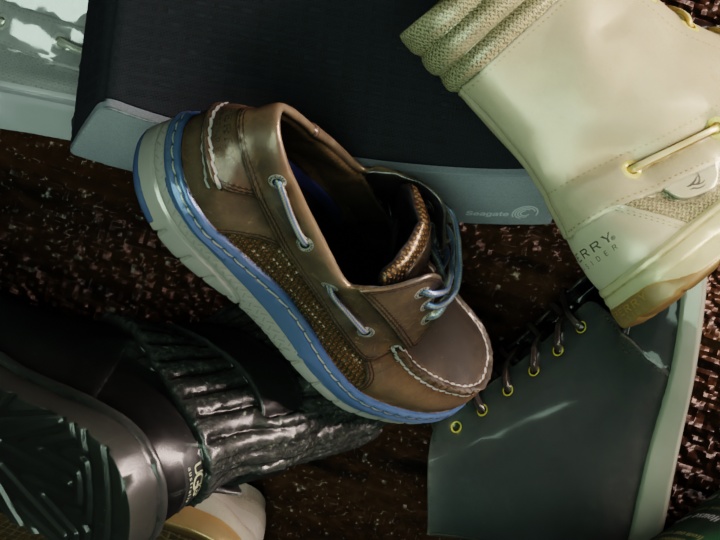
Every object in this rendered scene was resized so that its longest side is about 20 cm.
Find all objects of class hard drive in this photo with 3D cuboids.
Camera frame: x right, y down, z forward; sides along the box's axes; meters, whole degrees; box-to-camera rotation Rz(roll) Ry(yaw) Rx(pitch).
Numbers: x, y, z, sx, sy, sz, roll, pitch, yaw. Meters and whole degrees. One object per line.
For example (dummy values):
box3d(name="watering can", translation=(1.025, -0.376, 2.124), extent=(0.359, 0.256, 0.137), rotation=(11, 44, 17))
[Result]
box3d(name="hard drive", translation=(-0.010, -0.094, 1.140), extent=(0.199, 0.042, 0.136), rotation=(8, 77, -10))

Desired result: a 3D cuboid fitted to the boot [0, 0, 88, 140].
box3d(name="boot", translation=(-0.089, -0.101, 1.175), extent=(0.199, 0.074, 0.096), rotation=(8, 104, 1))

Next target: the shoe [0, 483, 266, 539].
box3d(name="shoe", translation=(-0.135, 0.088, 1.242), extent=(0.199, 0.054, 0.070), rotation=(21, 138, 4))

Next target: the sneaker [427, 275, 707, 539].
box3d(name="sneaker", translation=(0.085, 0.033, 1.188), extent=(0.106, 0.075, 0.201), rotation=(9, 106, 3))

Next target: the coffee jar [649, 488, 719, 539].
box3d(name="coffee jar", translation=(0.155, 0.138, 1.152), extent=(0.199, 0.085, 0.105), rotation=(-28, 95, -28))

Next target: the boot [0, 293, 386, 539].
box3d(name="boot", translation=(-0.107, 0.039, 1.186), extent=(0.211, 0.158, 0.080), rotation=(31, 129, 31))

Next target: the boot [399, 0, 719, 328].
box3d(name="boot", translation=(0.122, -0.091, 1.117), extent=(0.200, 0.073, 0.156), rotation=(-40, 90, -28))

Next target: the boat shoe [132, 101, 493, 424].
box3d(name="boat shoe", translation=(0.000, 0.000, 1.104), extent=(0.072, 0.073, 0.200), rotation=(-18, 144, 32))
